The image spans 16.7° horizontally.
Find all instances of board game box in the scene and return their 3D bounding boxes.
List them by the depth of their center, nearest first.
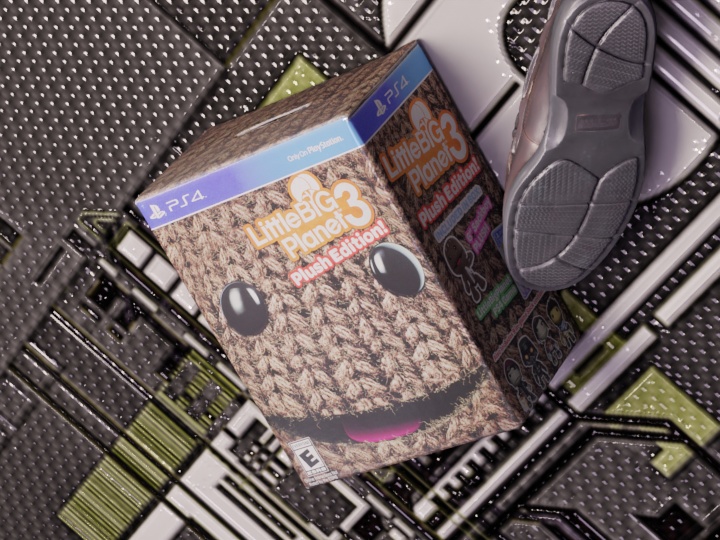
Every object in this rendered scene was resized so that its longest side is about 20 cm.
[{"bbox_3d":[0.000,0.000,1.380,0.159,0.097,0.201,-20,108,35],"label":"board game box"}]

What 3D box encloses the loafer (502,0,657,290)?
[{"bbox_3d":[0.116,-0.081,1.304,0.071,0.063,0.201,3,130,-9],"label":"loafer"}]
